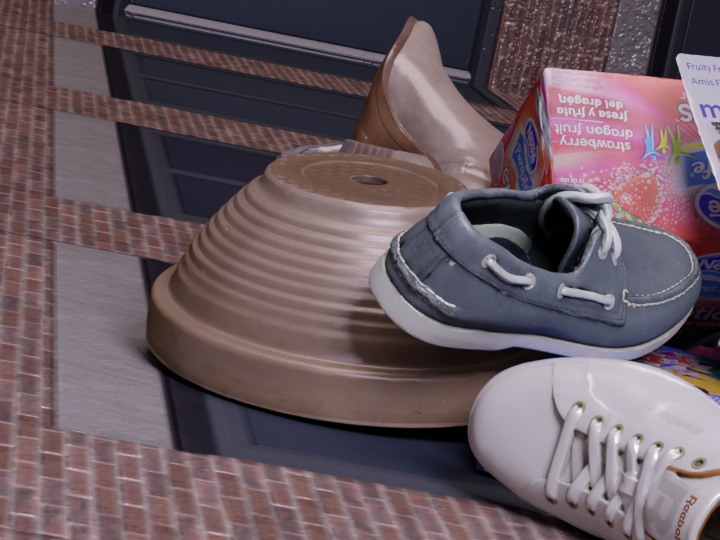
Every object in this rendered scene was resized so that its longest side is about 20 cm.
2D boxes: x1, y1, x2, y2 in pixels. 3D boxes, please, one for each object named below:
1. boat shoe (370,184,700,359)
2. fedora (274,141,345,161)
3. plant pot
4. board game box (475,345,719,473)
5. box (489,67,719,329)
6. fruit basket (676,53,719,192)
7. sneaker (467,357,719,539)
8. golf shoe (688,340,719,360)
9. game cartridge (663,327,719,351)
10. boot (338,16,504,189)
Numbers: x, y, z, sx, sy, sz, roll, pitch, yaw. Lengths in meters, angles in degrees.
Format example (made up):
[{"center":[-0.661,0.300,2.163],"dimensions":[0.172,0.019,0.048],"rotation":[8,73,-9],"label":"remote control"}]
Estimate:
[{"center":[0.095,-0.005,1.327],"dimensions":[0.199,0.062,0.073],"rotation":[-1,46,-42],"label":"boat shoe"},{"center":[0.021,-0.023,1.674],"dimensions":[0.199,0.091,0.177],"rotation":[13,9,6],"label":"fedora"},{"center":[0.000,0.000,1.400],"dimensions":[0.200,0.093,0.201],"rotation":[8,16,-2],"label":"plant pot"},{"center":[0.149,0.075,1.358],"dimensions":[0.134,0.045,0.200],"rotation":[15,9,18],"label":"board game box"},{"center":[0.174,-0.033,1.485],"dimensions":[0.199,0.096,0.100],"rotation":[4,-28,-15],"label":"box"},{"center":[0.258,-0.024,1.394],"dimensions":[0.184,0.201,0.094],"rotation":[4,-32,-24],"label":"fruit basket"},{"center":[0.124,0.083,1.175],"dimensions":[0.199,0.073,0.085],"rotation":[17,8,26],"label":"sneaker"},{"center":[0.236,0.026,1.776],"dimensions":[0.199,0.076,0.092],"rotation":[13,-7,-3],"label":"golf shoe"},{"center":[0.105,0.027,1.553],"dimensions":[0.129,0.039,0.200],"rotation":[13,20,36],"label":"game cartridge"},{"center":[0.065,-0.056,1.587],"dimensions":[0.146,0.070,0.200],"rotation":[21,40,2],"label":"boot"}]
